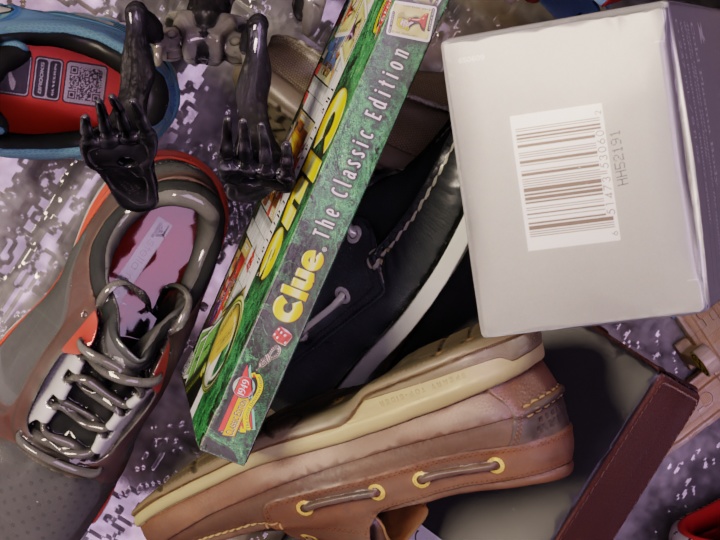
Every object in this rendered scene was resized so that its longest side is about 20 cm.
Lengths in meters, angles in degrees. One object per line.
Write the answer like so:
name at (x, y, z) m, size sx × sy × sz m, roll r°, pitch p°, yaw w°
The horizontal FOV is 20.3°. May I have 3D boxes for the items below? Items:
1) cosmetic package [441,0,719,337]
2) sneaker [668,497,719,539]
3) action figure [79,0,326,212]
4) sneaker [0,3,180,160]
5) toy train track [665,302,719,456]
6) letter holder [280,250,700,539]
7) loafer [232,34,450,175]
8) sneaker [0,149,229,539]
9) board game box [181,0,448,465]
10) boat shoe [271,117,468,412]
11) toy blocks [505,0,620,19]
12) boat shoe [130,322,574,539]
cosmetic package at (0.100, -0.041, 0.746) m, size 0.090 × 0.200 × 0.107 m, roll -8°, pitch 95°, yaw 22°
sneaker at (0.237, 0.145, 0.939) m, size 0.200 × 0.067 × 0.108 m, roll -8°, pitch 106°, yaw -9°
action figure at (-0.055, -0.121, 0.782) m, size 0.118 × 0.102 × 0.201 m, roll 8°, pitch 53°, yaw -9°
sneaker at (-0.168, -0.083, 0.811) m, size 0.199 × 0.090 × 0.079 m, roll 0°, pitch 96°, yaw -14°
toy train track at (0.157, 0.014, 0.928) m, size 0.115 × 0.033 × 0.200 m, roll -37°, pitch 102°, yaw -7°
letter holder at (0.051, 0.108, 0.885) m, size 0.100 × 0.142 × 0.200 m, roll 33°, pitch 93°, yaw 20°
loafer at (0.040, -0.058, 0.874) m, size 0.199 × 0.076 × 0.068 m, roll 25°, pitch 81°, yaw -14°
sneaker at (-0.115, 0.041, 0.840) m, size 0.077 × 0.082 × 0.201 m, roll 23°, pitch 90°, yaw -14°
board game box at (-0.019, -0.032, 0.774) m, size 0.023 × 0.105 × 0.201 m, roll 22°, pitch 97°, yaw -15°
boat shoe at (0.000, 0.000, 0.824) m, size 0.060 × 0.076 × 0.200 m, roll 30°, pitch 129°, yaw -3°
toy blocks at (0.066, -0.160, 0.824) m, size 0.100 × 0.200 × 0.137 m, roll -41°, pitch 115°, yaw 19°
boat shoe at (-0.006, 0.082, 0.789) m, size 0.200 × 0.072 × 0.068 m, roll -25°, pitch 92°, yaw 29°
